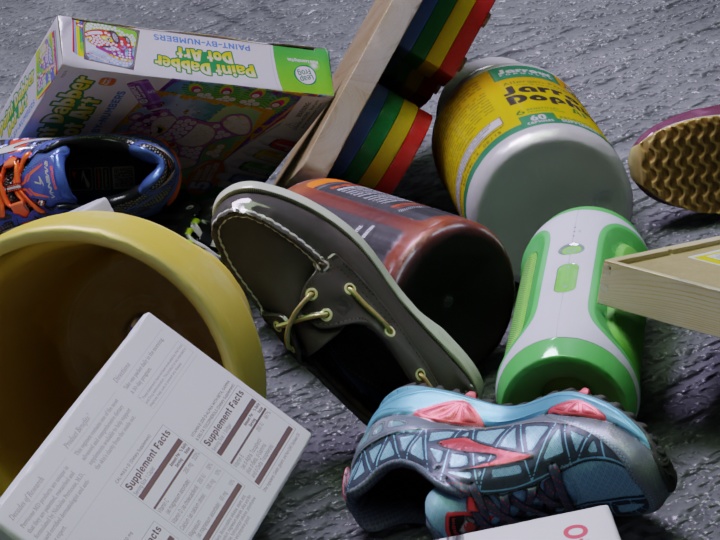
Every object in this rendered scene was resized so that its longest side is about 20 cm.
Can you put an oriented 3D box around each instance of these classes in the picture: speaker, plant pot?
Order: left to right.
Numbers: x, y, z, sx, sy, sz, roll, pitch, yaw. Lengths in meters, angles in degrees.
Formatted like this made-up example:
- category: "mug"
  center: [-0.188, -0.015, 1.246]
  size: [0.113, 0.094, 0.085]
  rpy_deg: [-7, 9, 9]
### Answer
- category: "plant pot"
  center: [-0.144, 0.056, 1.397]
  size: [0.200, 0.201, 0.189]
  rpy_deg: [-7, 10, 11]
- category: "speaker"
  center: [0.129, 0.036, 1.424]
  size: [0.088, 0.089, 0.200]
  rpy_deg: [-6, 25, 13]

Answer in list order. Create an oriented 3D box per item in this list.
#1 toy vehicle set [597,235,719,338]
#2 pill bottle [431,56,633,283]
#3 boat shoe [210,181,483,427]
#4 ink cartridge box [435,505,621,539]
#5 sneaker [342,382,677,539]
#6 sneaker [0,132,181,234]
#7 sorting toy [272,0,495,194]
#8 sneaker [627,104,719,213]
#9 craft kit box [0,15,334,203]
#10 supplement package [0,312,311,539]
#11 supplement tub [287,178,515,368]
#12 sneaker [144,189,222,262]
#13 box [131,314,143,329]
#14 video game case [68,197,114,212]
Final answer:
- category: "toy vehicle set"
  center: [0.244, 0.009, 1.404]
  size: [0.124, 0.027, 0.200]
  rpy_deg: [17, 16, 35]
- category: "pill bottle"
  center: [0.110, -0.076, 1.642]
  size: [0.112, 0.113, 0.200]
  rpy_deg: [-13, 24, -3]
- category: "boat shoe"
  center: [-0.012, 0.030, 1.396]
  size: [0.072, 0.201, 0.061]
  rpy_deg: [-42, 11, 35]
- category: "ink cartridge box"
  center: [0.039, 0.196, 1.123]
  size: [0.199, 0.084, 0.145]
  rpy_deg: [-12, 24, 0]
- category: "sneaker"
  center: [0.077, 0.121, 1.303]
  size: [0.200, 0.079, 0.096]
  rpy_deg: [0, 39, 39]
- category: "sneaker"
  center: [-0.213, -0.060, 1.570]
  size: [0.199, 0.076, 0.078]
  rpy_deg: [-13, -2, -11]
- category: "sorting toy"
  center: [0.017, -0.123, 1.693]
  size: [0.199, 0.069, 0.200]
  rpy_deg: [-62, 6, -11]
- category: "sneaker"
  center: [0.275, -0.089, 1.658]
  size: [0.199, 0.075, 0.090]
  rpy_deg: [-9, 16, -8]
- category: "craft kit box"
  center: [-0.147, -0.098, 1.662]
  size: [0.197, 0.200, 0.049]
  rpy_deg: [7, 60, -24]
- category: "supplement package"
  center: [-0.135, 0.147, 1.190]
  size: [0.156, 0.111, 0.200]
  rpy_deg: [-51, 3, 32]
- category: "supplement tub"
  center: [0.000, 0.000, 1.533]
  size: [0.107, 0.107, 0.200]
  rpy_deg: [-26, 27, -29]
- category: "sneaker"
  center: [-0.121, -0.017, 1.613]
  size: [0.083, 0.072, 0.200]
  rpy_deg: [-48, 20, -1]
- category: "box"
  center: [-0.219, 0.062, 1.529]
  size: [0.121, 0.032, 0.200]
  rpy_deg: [38, 49, 20]
- category: "video game case"
  center: [-0.260, 0.018, 1.471]
  size: [0.143, 0.018, 0.200]
  rpy_deg: [-20, 10, 44]
